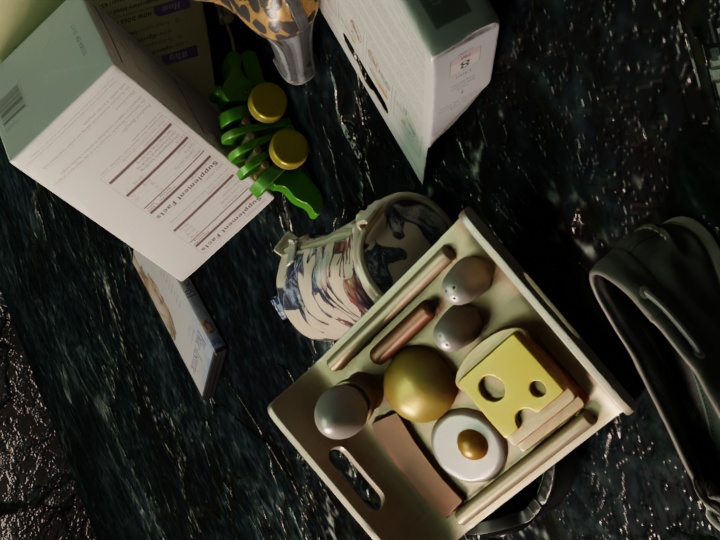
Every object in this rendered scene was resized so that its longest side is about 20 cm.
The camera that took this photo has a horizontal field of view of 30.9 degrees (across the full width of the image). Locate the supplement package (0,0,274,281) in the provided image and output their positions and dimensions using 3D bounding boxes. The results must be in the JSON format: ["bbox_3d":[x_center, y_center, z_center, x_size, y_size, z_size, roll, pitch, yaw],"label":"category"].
[{"bbox_3d":[-0.181,-0.102,1.034,0.200,0.109,0.114,40,-166,-45],"label":"supplement package"}]

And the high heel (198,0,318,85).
[{"bbox_3d":[-0.098,-0.224,0.877,0.200,0.071,0.143,47,172,11],"label":"high heel"}]

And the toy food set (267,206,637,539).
[{"bbox_3d":[0.047,0.078,0.760,0.144,0.060,0.200,49,125,5],"label":"toy food set"}]

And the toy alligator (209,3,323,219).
[{"bbox_3d":[-0.091,-0.126,1.017,0.202,0.054,0.059,65,157,5],"label":"toy alligator"}]

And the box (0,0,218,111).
[{"bbox_3d":[-0.225,-0.209,1.075,0.097,0.174,0.202,49,153,44],"label":"box"}]

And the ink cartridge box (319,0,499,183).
[{"bbox_3d":[0.019,-0.159,0.773,0.164,0.057,0.200,61,178,14],"label":"ink cartridge box"}]

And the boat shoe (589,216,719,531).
[{"bbox_3d":[0.166,0.075,0.619,0.202,0.057,0.067,67,158,1],"label":"boat shoe"}]

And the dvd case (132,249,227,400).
[{"bbox_3d":[-0.211,0.038,1.495,0.201,0.017,0.143,59,156,18],"label":"dvd case"}]

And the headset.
[{"bbox_3d":[0.083,0.117,0.862,0.124,0.093,0.201,57,141,22],"label":"headset"}]

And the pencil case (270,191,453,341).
[{"bbox_3d":[0.000,0.000,0.891,0.089,0.078,0.200,34,163,-12],"label":"pencil case"}]
